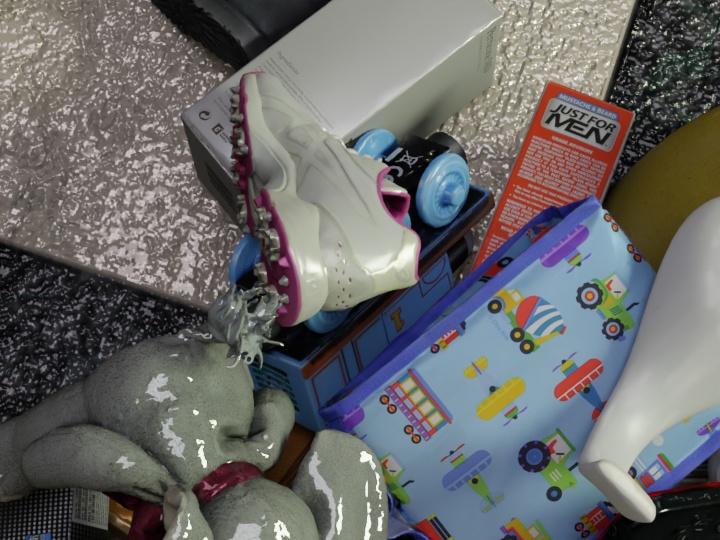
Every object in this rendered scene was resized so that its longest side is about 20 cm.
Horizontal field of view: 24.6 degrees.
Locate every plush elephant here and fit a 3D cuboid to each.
[{"bbox_3d":[-0.079,0.118,0.840,0.164,0.200,0.156,-4,67,-38],"label":"plush elephant"}]

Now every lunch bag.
[{"bbox_3d":[0.087,0.082,0.898,0.200,0.094,0.151,-40,95,-10],"label":"lunch bag"}]

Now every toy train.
[{"bbox_3d":[0.000,0.000,0.998,0.086,0.115,0.200,22,51,36],"label":"toy train"}]

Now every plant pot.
[{"bbox_3d":[0.254,-0.028,0.967,0.198,0.142,0.201,6,59,-11],"label":"plant pot"}]

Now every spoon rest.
[{"bbox_3d":[0.173,0.043,0.846,0.099,0.061,0.200,46,65,-8],"label":"spoon rest"}]

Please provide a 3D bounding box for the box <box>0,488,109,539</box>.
[{"bbox_3d":[-0.236,0.198,0.951,0.192,0.047,0.202,-7,71,23],"label":"box"}]

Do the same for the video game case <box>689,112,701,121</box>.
[{"bbox_3d":[0.278,0.001,1.069,0.199,0.019,0.144,26,74,7],"label":"video game case"}]

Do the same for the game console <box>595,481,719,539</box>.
[{"bbox_3d":[0.184,0.216,0.893,0.171,0.201,0.119,-2,47,-37],"label":"game console"}]

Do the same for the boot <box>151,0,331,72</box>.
[{"bbox_3d":[-0.044,-0.232,1.118,0.200,0.066,0.165,-40,64,-15],"label":"boot"}]

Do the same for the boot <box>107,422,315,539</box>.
[{"bbox_3d":[-0.083,0.120,1.011,0.200,0.071,0.145,24,67,5],"label":"boot"}]

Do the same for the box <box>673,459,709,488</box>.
[{"bbox_3d":[0.138,0.134,0.998,0.199,0.068,0.082,-35,74,-10],"label":"box"}]

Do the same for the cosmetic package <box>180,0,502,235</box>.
[{"bbox_3d":[-0.011,-0.112,1.060,0.200,0.108,0.085,-38,74,-10],"label":"cosmetic package"}]

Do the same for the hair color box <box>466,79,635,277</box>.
[{"bbox_3d":[0.102,-0.002,1.021,0.063,0.111,0.201,22,73,7],"label":"hair color box"}]

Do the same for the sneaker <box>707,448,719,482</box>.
[{"bbox_3d":[0.292,0.086,0.889,0.199,0.073,0.112,-34,35,2],"label":"sneaker"}]

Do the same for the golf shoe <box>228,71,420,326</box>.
[{"bbox_3d":[-0.024,-0.045,0.923,0.091,0.076,0.201,-7,42,-11],"label":"golf shoe"}]
